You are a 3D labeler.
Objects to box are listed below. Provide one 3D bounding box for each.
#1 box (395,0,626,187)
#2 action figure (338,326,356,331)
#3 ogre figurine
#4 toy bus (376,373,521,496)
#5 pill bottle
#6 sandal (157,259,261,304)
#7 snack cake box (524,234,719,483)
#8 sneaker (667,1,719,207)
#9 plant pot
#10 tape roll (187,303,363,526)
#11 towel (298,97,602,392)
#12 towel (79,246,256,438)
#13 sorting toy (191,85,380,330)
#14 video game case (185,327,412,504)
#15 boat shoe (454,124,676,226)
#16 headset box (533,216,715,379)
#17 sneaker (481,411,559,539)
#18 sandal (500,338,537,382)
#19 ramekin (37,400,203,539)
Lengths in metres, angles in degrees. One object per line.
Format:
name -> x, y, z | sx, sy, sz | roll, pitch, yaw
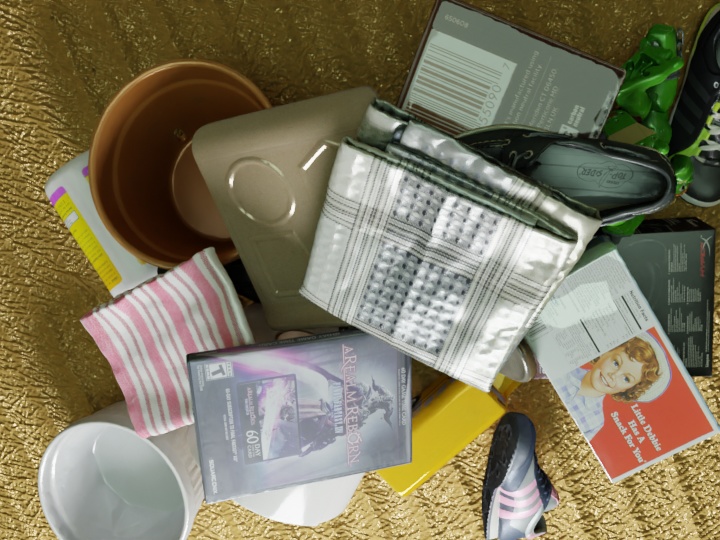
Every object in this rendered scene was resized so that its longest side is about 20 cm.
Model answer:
box -> 0.122, -0.135, 0.655 | 0.162, 0.200, 0.168 | 23, 107, 5
action figure -> 0.000, 0.000, 0.698 | 0.196, 0.103, 0.121 | -8, 120, 0
ogre figurine -> 0.255, -0.116, 0.653 | 0.096, 0.120, 0.203 | -4, 58, 22
toy bus -> 0.101, 0.159, 0.791 | 0.065, 0.078, 0.200 | 44, 107, -2
pill bottle -> -0.262, -0.036, 0.806 | 0.103, 0.104, 0.202 | -30, 96, 16
sandal -> -0.124, 0.011, 0.780 | 0.196, 0.075, 0.049 | 3, 102, -17
snack cake box -> 0.237, 0.084, 0.673 | 0.114, 0.067, 0.202 | -31, 96, 14
sneaker -> 0.337, -0.159, 0.667 | 0.070, 0.083, 0.204 | 4, 104, 10
plant pot -> -0.161, -0.099, 0.736 | 0.196, 0.140, 0.205 | 0, 88, 4
tape roll -> -0.070, 0.148, 0.760 | 0.200, 0.203, 0.141 | 29, 107, 3
towel -> 0.055, -0.008, 0.542 | 0.190, 0.035, 0.202 | 28, 129, 7
towel -> -0.179, 0.078, 0.675 | 0.198, 0.030, 0.148 | -22, 95, 34
sorting toy -> -0.036, -0.045, 0.610 | 0.182, 0.037, 0.203 | -6, 116, 27
video game case -> -0.049, 0.127, 0.633 | 0.196, 0.019, 0.146 | -7, 111, -13
boat shoe -> 0.137, -0.067, 0.529 | 0.195, 0.066, 0.076 | 9, 106, 9
headset box -> 0.253, 0.029, 0.732 | 0.196, 0.077, 0.152 | -3, 102, 13
sneaker -> 0.183, 0.228, 0.777 | 0.080, 0.071, 0.202 | 2, 133, 1
sandal -> 0.099, 0.073, 0.723 | 0.054, 0.199, 0.082 | -42, 126, -20
ramekin -> -0.284, 0.259, 0.878 | 0.196, 0.105, 0.204 | 3, 104, 11
